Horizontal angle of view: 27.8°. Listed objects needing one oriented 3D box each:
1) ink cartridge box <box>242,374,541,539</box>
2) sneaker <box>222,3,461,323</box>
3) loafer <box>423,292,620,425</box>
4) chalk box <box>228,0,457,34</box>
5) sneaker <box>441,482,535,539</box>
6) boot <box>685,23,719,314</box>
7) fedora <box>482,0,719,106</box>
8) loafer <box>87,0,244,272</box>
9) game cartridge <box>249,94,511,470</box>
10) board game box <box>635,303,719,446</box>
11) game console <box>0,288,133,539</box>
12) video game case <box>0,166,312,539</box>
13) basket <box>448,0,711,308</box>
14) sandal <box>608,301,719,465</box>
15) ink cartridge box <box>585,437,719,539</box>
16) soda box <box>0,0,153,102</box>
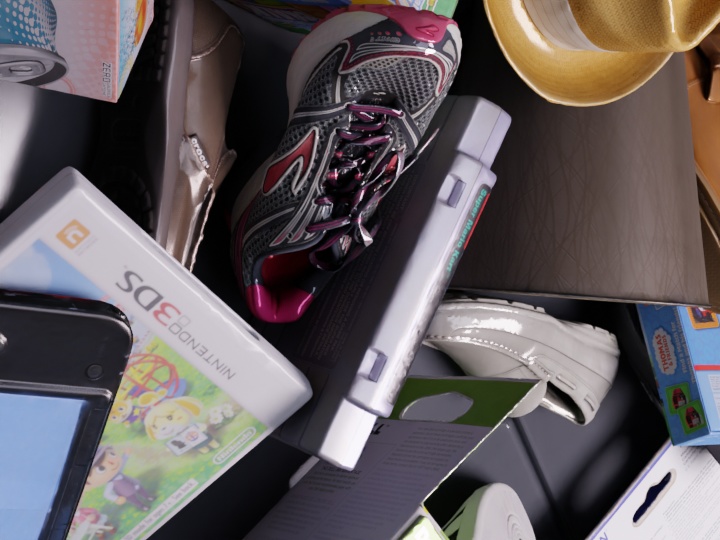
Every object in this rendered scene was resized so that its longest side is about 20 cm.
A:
[{"bbox_3d":[0.017,0.150,0.808,0.200,0.148,0.076,-44,108,-25],"label":"ink cartridge box"},{"bbox_3d":[-0.007,-0.051,0.715,0.080,0.200,0.075,9,51,-21],"label":"sneaker"},{"bbox_3d":[0.099,0.058,0.922,0.200,0.070,0.070,17,81,-44],"label":"loafer"},{"bbox_3d":[-0.015,-0.187,0.715,0.200,0.124,0.125,19,89,-43],"label":"chalk box"},{"bbox_3d":[0.040,0.196,0.912,0.073,0.112,0.200,66,20,-2],"label":"sneaker"},{"bbox_3d":[0.235,-0.079,0.960,0.155,0.077,0.200,-22,71,-36],"label":"boot"},{"bbox_3d":[0.146,-0.175,0.721,0.200,0.082,0.202,-16,117,-34],"label":"fedora"},{"bbox_3d":[-0.091,-0.043,0.719,0.071,0.073,0.201,6,99,-44],"label":"loafer"},{"bbox_3d":[0.000,0.000,0.775,0.038,0.129,0.201,30,81,-35],"label":"game cartridge"},{"bbox_3d":[0.245,0.019,1.003,0.151,0.037,0.201,5,68,-43],"label":"board game box"},{"bbox_3d":[-0.186,0.117,0.599,0.172,0.119,0.201,8,118,-30],"label":"game console"},{"bbox_3d":[-0.148,0.073,0.679,0.200,0.022,0.182,-40,130,5],"label":"video game case"},{"bbox_3d":[0.121,-0.084,0.857,0.136,0.179,0.201,7,87,-74],"label":"basket"},{"bbox_3d":[0.228,0.087,1.015,0.200,0.043,0.076,51,43,-17],"label":"sandal"},{"bbox_3d":[0.226,0.215,1.090,0.196,0.043,0.200,-43,123,-26],"label":"ink cartridge box"},{"bbox_3d":[-0.119,-0.167,0.580,0.064,0.068,0.201,-77,178,-45],"label":"soda box"}]
